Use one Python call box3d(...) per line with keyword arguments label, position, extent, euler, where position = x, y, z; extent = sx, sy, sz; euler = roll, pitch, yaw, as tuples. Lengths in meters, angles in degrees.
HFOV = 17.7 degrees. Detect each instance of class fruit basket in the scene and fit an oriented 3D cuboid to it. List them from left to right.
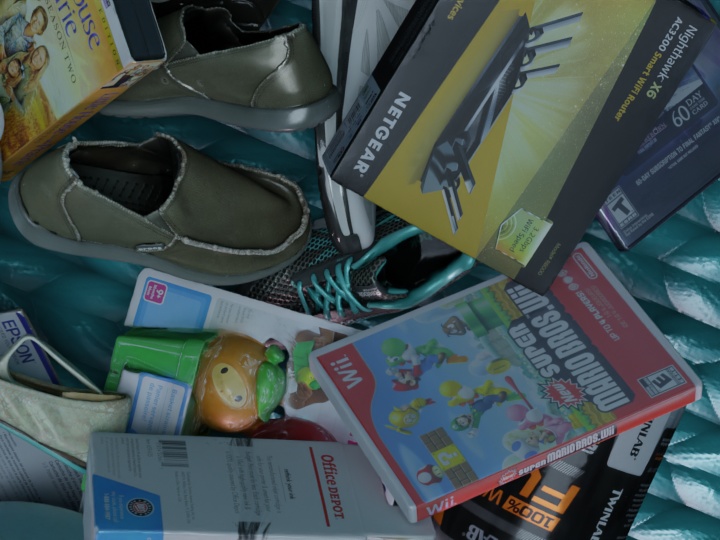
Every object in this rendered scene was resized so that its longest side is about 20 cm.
box3d(label="fruit basket", position=(-0.073, 0.113, 1.473), extent=(0.199, 0.094, 0.186), euler=(17, 99, 15))

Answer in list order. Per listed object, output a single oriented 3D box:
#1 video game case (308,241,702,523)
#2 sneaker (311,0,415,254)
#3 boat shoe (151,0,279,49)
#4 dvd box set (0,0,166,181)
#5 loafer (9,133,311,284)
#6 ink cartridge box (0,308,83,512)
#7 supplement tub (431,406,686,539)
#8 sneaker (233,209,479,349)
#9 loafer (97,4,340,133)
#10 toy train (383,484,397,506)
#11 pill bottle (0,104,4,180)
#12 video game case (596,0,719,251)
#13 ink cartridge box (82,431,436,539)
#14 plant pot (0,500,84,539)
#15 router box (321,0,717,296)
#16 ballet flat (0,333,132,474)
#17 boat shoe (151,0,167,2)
box3d(label="video game case", position=(0.087, 0.064, 1.410), extent=(0.199, 0.143, 0.017), euler=(-22, 138, -15))
box3d(label="sneaker", position=(0.027, -0.111, 1.461), extent=(0.115, 0.076, 0.201), euler=(-1, 81, -1))
box3d(label="boat shoe", position=(-0.077, -0.193, 1.467), extent=(0.200, 0.074, 0.076), euler=(-35, 110, 31))
box3d(label="dvd box set", position=(-0.201, -0.156, 1.420), extent=(0.200, 0.029, 0.147), euler=(-28, 77, 48))
box3d(label="loafer", position=(-0.115, -0.041, 1.435), extent=(0.199, 0.070, 0.075), euler=(3, 60, -29))
box3d(label="ink cartridge box", position=(-0.280, 0.106, 1.518), extent=(0.199, 0.041, 0.200), euler=(-14, 131, 6))
box3d(label="supplement tub", position=(0.122, 0.138, 1.497), extent=(0.122, 0.123, 0.201), euler=(23, 95, -3))
box3d(label="sneaker", position=(0.000, 0.000, 1.495), extent=(0.200, 0.091, 0.078), euler=(-26, 100, 12))
box3d(label="loafer", position=(-0.104, -0.134, 1.422), extent=(0.199, 0.075, 0.070), euler=(8, 118, 23))
box3d(label="toy train", position=(-0.009, 0.232, 1.558), extent=(0.114, 0.087, 0.201), euler=(14, 101, -10))
box3d(label="pill bottle", position=(-0.295, -0.051, 1.446), extent=(0.111, 0.111, 0.200), euler=(42, 136, -7))
box3d(label="video game case", position=(0.165, -0.134, 1.472), extent=(0.143, 0.019, 0.200), euler=(-38, 100, -13))
box3d(label="ink cartridge box", position=(-0.063, 0.155, 1.379), extent=(0.199, 0.116, 0.067), euler=(4, 115, -10))
box3d(label="plant pot", position=(-0.212, 0.275, 1.490), extent=(0.200, 0.161, 0.201), euler=(14, 139, 13))
box3d(label="router box", position=(0.094, -0.108, 1.393), extent=(0.157, 0.052, 0.200), euler=(28, 103, -16))
box3d(label="ballet flat", position=(-0.233, 0.058, 1.417), extent=(0.200, 0.067, 0.062), euler=(27, 94, -15))
box3d(label="boat shoe", position=(-0.146, -0.267, 1.426), extent=(0.073, 0.062, 0.201), euler=(-14, 78, 38))
